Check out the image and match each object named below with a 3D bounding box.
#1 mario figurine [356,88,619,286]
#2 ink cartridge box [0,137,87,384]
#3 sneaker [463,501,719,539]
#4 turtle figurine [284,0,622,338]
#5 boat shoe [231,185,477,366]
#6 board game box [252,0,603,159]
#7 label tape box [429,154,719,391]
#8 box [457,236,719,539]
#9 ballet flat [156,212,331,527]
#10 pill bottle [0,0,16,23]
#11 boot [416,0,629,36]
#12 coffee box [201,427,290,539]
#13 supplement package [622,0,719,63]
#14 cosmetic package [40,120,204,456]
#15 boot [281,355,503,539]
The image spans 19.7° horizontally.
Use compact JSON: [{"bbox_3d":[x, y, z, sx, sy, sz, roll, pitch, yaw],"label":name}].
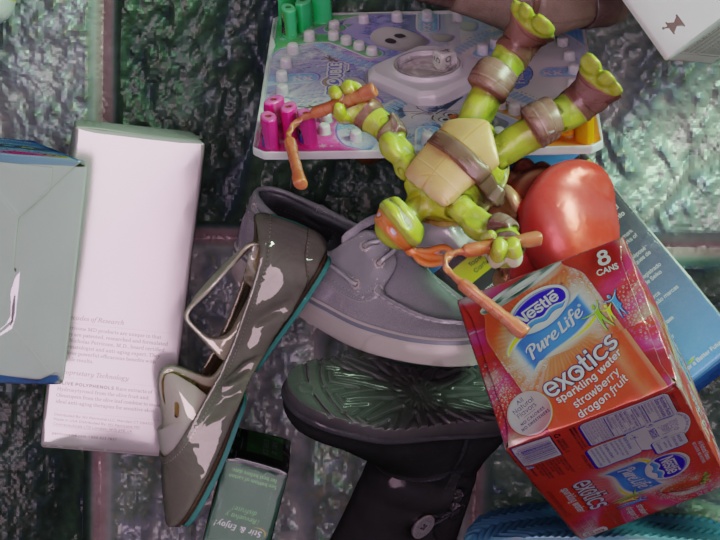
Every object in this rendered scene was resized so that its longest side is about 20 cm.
[{"bbox_3d":[0.070,-0.032,1.228,0.123,0.200,0.106,-29,131,-19],"label":"mario figurine"},{"bbox_3d":[-0.230,-0.012,1.285,0.076,0.200,0.137,5,96,-18],"label":"ink cartridge box"},{"bbox_3d":[0.158,0.195,1.313,0.200,0.077,0.081,9,99,-19],"label":"sneaker"},{"bbox_3d":[0.066,-0.058,1.126,0.161,0.064,0.200,-45,56,-4],"label":"turtle figurine"},{"bbox_3d":[0.000,0.000,1.288,0.201,0.070,0.072,24,116,33],"label":"boat shoe"},{"bbox_3d":[0.040,-0.124,1.255,0.200,0.200,0.026,-1,120,2],"label":"board game box"},{"bbox_3d":[0.127,0.018,1.321,0.144,0.063,0.200,-39,75,5],"label":"label tape box"},{"bbox_3d":[0.136,0.071,1.170,0.100,0.200,0.096,-21,64,10],"label":"box"},{"bbox_3d":[-0.088,0.057,1.255,0.064,0.067,0.200,28,91,-13],"label":"ballet flat"},{"bbox_3d":[-0.265,-0.218,1.299,0.114,0.114,0.200,12,95,1],"label":"pill bottle"},{"bbox_3d":[0.078,-0.205,1.284,0.146,0.200,0.070,3,130,-19],"label":"boot"},{"bbox_3d":[-0.089,0.208,1.325,0.044,0.123,0.200,15,94,-2],"label":"coffee box"},{"bbox_3d":[0.208,-0.224,1.199,0.151,0.200,0.152,-36,84,17],"label":"supplement package"},{"bbox_3d":[-0.151,0.008,1.313,0.085,0.108,0.200,5,94,-8],"label":"cosmetic package"},{"bbox_3d":[-0.004,0.151,1.282,0.165,0.066,0.200,7,125,-29],"label":"boot"}]
